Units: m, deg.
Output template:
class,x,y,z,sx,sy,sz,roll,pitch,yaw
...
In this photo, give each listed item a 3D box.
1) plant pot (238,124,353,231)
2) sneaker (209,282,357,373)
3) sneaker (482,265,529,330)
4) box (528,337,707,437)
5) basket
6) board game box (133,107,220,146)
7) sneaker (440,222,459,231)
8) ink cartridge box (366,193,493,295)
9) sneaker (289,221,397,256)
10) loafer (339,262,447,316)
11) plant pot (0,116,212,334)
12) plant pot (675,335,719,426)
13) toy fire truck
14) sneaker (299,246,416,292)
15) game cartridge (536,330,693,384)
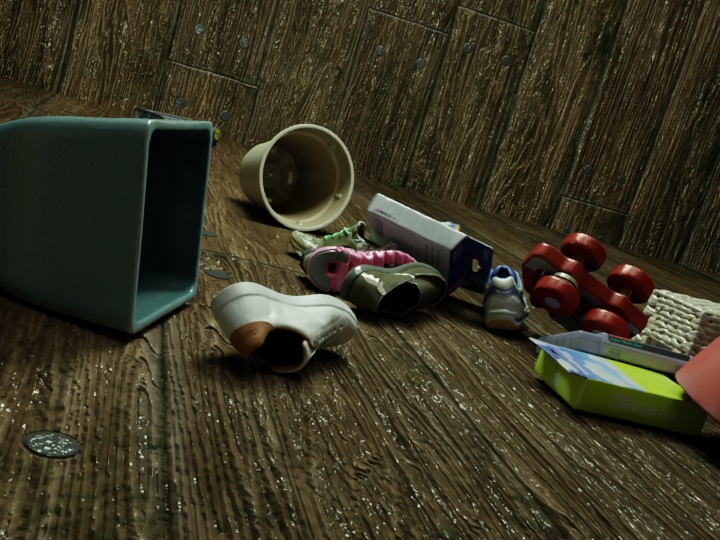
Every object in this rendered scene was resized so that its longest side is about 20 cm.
class,x,y,z,sx,sy,sz,roll,pitch,yaw
plant pot,-0.144,-0.183,1.705,0.200,0.201,0.183,10,1,-31
sneaker,-0.064,0.071,0.872,0.200,0.073,0.085,12,41,-53
sneaker,0.230,0.033,1.362,0.075,0.088,0.200,1,8,6
box,0.309,0.143,1.067,0.200,0.048,0.122,15,11,-17
basket,0.545,0.116,1.363,0.200,0.123,0.136,11,11,-23
board game box,-0.549,-0.428,2.588,0.165,0.057,0.200,24,13,41
sneaker,0.158,-0.063,1.808,0.088,0.075,0.200,5,5,-2
ink cartridge box,0.109,-0.026,1.380,0.200,0.043,0.196,28,-16,15
sneaker,-0.019,-0.040,1.376,0.200,0.089,0.077,21,12,23
loafer,0.058,0.036,1.199,0.200,0.075,0.070,-2,33,-47
plant pot,-0.280,-0.064,0.874,0.200,0.196,0.196,8,10,6
plant pot,0.504,0.121,1.006,0.200,0.177,0.200,33,14,-9
toy fire truck,0.322,0.045,1.292,0.200,0.112,0.168,35,-24,3
sneaker,0.000,0.000,1.280,0.200,0.079,0.095,13,0,-27
game cartridge,0.359,0.120,1.188,0.200,0.038,0.130,15,-16,-12
